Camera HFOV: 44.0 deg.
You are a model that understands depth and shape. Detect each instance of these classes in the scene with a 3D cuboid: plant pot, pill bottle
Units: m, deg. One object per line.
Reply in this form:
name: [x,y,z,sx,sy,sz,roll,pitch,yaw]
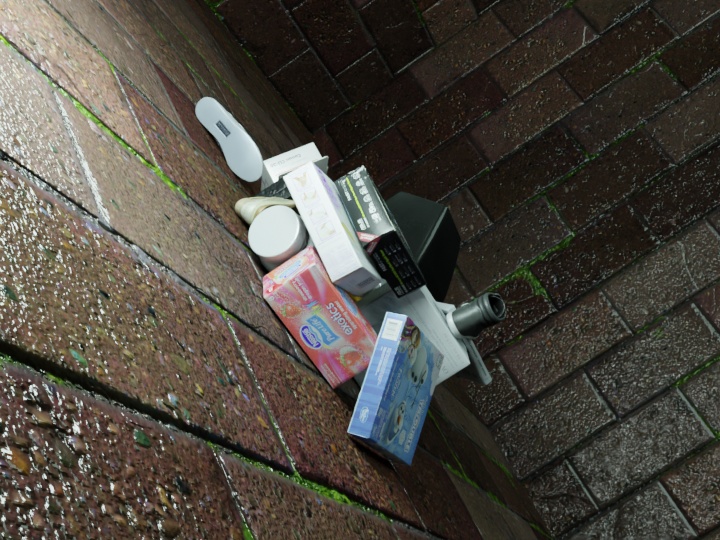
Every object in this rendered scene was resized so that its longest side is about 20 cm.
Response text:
plant pot: [0.114,-0.056,1.984,0.199,0.178,0.200,22,-22,33]
pill bottle: [-0.107,-0.027,1.546,0.113,0.113,0.200,60,6,32]

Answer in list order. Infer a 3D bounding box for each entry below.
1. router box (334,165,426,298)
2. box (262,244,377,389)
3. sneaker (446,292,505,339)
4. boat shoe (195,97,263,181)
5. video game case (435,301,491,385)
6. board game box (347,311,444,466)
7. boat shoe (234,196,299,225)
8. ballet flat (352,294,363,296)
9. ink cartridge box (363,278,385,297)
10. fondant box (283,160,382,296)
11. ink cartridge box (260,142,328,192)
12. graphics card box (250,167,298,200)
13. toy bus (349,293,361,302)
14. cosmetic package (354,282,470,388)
router box: [0.036,-0.063,1.545,0.200,0.062,0.150,55,10,-55]
box: [-0.061,0.075,1.436,0.200,0.102,0.095,56,7,-20]
sneaker: [0.239,0.084,1.708,0.071,0.099,0.200,68,20,7]
boat shoe: [-0.257,-0.268,1.818,0.201,0.073,0.065,58,10,3]
video game case: [0.174,0.141,1.833,0.182,0.023,0.200,61,-19,-16]
board game box: [0.063,0.196,1.447,0.043,0.201,0.199,11,-18,26]
boat shoe: [-0.158,-0.104,1.646,0.065,0.072,0.200,27,12,23]
ballet flat: [0.000,0.000,1.698,0.070,0.069,0.200,55,3,-11]
ink cartridge box: [0.060,0.129,1.892,0.146,0.083,0.201,24,47,-59]
fondant box: [-0.044,-0.066,1.474,0.201,0.058,0.144,63,8,16]
ink cartridge box: [-0.135,-0.185,1.800,0.068,0.116,0.200,60,-19,16]
graphics card box: [-0.130,-0.115,1.775,0.051,0.125,0.200,62,8,24]
toy bus: [-0.077,0.014,1.736,0.200,0.078,0.065,54,6,-26]
cosmetic package: [0.069,0.134,1.683,0.200,0.200,0.123,56,8,-6]
